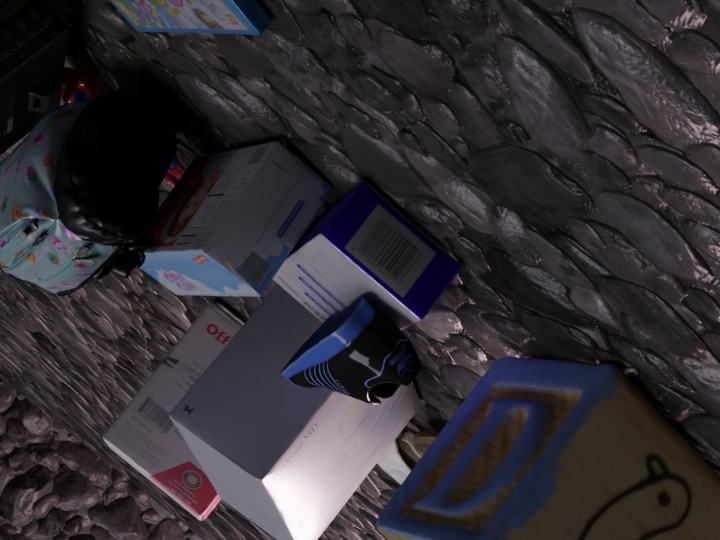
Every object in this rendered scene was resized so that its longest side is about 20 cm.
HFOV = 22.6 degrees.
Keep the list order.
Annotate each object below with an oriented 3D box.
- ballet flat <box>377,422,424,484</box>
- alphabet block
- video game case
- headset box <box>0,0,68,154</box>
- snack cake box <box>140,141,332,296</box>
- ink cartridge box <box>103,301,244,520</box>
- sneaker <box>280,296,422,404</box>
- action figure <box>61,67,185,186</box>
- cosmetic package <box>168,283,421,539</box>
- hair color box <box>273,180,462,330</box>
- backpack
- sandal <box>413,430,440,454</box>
[{"bbox_3d":[0.097,0.231,1.902,0.200,0.070,0.069,40,163,5],"label":"ballet flat"},{"bbox_3d":[0.168,0.208,1.471,0.200,0.196,0.196,44,164,-19],"label":"alphabet block"},{"bbox_3d":[-0.162,-0.233,1.342,0.143,0.018,0.199,50,160,-28],"label":"video game case"},{"bbox_3d":[-0.350,-0.211,1.592,0.200,0.093,0.174,47,159,7],"label":"headset box"},{"bbox_3d":[-0.117,-0.041,1.556,0.067,0.115,0.200,38,164,-20],"label":"snack cake box"},{"bbox_3d":[-0.172,0.158,2.031,0.145,0.200,0.085,37,168,5],"label":"ink cartridge box"},{"bbox_3d":[-0.009,0.080,1.514,0.078,0.070,0.200,43,163,-4],"label":"sneaker"},{"bbox_3d":[-0.231,-0.129,1.702,0.200,0.052,0.065,47,164,-16],"label":"action figure"},{"bbox_3d":[-0.057,0.134,1.733,0.122,0.200,0.200,31,161,26],"label":"cosmetic package"},{"bbox_3d":[0.000,0.000,1.515,0.109,0.065,0.200,41,161,-6],"label":"hair color box"},{"bbox_3d":[-0.257,-0.064,1.611,0.126,0.168,0.200,32,144,-21],"label":"backpack"},{"bbox_3d":[0.131,0.226,1.821,0.199,0.054,0.080,35,162,16],"label":"sandal"}]
